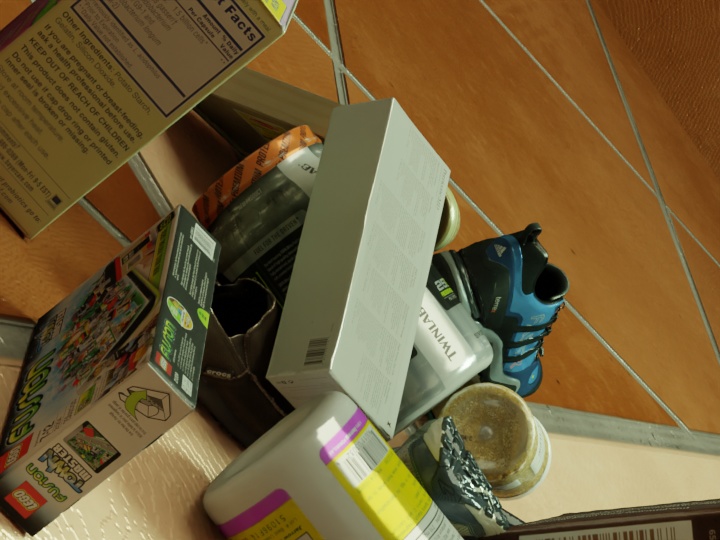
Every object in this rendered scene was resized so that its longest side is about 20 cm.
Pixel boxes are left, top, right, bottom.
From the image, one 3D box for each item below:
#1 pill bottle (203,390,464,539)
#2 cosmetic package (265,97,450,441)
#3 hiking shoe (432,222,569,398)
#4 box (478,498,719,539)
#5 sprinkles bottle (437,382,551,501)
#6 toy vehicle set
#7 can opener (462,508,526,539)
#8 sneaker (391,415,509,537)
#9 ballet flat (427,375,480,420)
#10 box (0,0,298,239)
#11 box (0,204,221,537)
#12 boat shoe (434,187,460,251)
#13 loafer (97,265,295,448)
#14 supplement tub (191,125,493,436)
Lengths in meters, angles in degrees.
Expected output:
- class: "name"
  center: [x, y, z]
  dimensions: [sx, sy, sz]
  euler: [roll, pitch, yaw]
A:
- class: "pill bottle"
  center: [0.009, 0.173, 1.467]
  dimensions: [0.200, 0.104, 0.104]
  euler: [52, 16, -4]
- class: "cosmetic package"
  center: [0.000, 0.000, 1.599]
  dimensions: [0.083, 0.051, 0.200]
  euler: [48, 44, -42]
- class: "hiking shoe"
  center: [0.114, 0.036, 1.855]
  dimensions: [0.200, 0.086, 0.075]
  euler: [56, 12, -63]
- class: "box"
  center: [0.185, 0.231, 1.633]
  dimensions: [0.200, 0.165, 0.165]
  euler: [6, 77, -69]
- class: "sprinkles bottle"
  center: [0.094, 0.120, 1.802]
  dimensions: [0.068, 0.068, 0.200]
  euler: [56, 1, 11]
- class: "toy vehicle set"
  center: [-0.047, -0.096, 1.833]
  dimensions: [0.200, 0.027, 0.124]
  euler: [24, -13, 43]
- class: "can opener"
  center: [0.110, 0.196, 1.774]
  dimensions: [0.200, 0.079, 0.063]
  euler: [33, 15, -24]
- class: "sneaker"
  center: [0.033, 0.141, 1.577]
  dimensions: [0.078, 0.086, 0.200]
  euler: [60, -5, 3]
- class: "ballet flat"
  center: [0.092, 0.076, 1.987]
  dimensions: [0.069, 0.063, 0.200]
  euler: [50, 16, -7]
- class: "box"
  center: [-0.139, -0.138, 1.541]
  dimensions: [0.097, 0.200, 0.176]
  euler: [49, 17, -12]
- class: "box"
  center: [-0.128, 0.047, 1.338]
  dimensions: [0.035, 0.110, 0.200]
  euler: [47, 16, -17]
- class: "boat shoe"
  center: [0.008, -0.062, 1.905]
  dimensions: [0.063, 0.073, 0.200]
  euler: [12, 7, -46]
- class: "loafer"
  center: [-0.072, 0.048, 1.566]
  dimensions: [0.200, 0.071, 0.073]
  euler: [39, 21, -40]
- class: "supplement tub"
  center: [-0.015, 0.012, 1.711]
  dimensions: [0.200, 0.122, 0.123]
  euler: [54, 16, 4]
